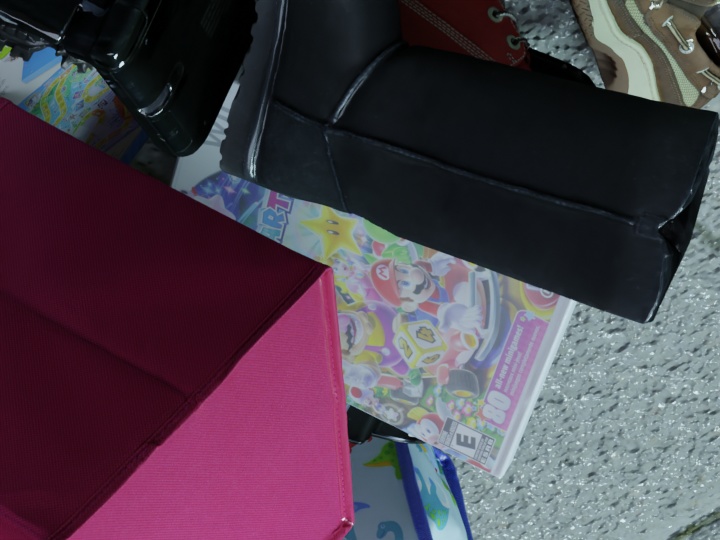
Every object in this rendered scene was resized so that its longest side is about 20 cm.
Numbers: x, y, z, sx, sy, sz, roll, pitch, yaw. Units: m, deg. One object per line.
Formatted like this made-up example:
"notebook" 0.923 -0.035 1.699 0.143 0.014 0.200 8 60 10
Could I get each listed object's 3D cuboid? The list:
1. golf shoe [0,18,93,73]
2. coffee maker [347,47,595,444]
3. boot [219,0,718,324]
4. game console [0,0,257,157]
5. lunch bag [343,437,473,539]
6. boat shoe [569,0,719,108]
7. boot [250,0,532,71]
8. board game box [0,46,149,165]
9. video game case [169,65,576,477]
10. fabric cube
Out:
"golf shoe" -0.184 -0.161 1.171 0.199 0.095 0.078 22 152 -2
"coffee maker" 0.004 -0.029 1.321 0.192 0.135 0.200 33 126 2
"boot" 0.054 -0.082 1.100 0.199 0.066 0.165 21 110 19
"game console" -0.102 -0.178 1.110 0.116 0.201 0.176 19 166 20
"lunch bag" -0.020 0.185 1.463 0.170 0.200 0.128 -24 135 11
"boat shoe" 0.137 -0.139 1.256 0.075 0.075 0.202 -19 152 8
"boot" 0.060 -0.121 1.187 0.199 0.145 0.072 28 173 5
"board game box" -0.186 -0.063 1.290 0.134 0.034 0.200 19 128 -30
"video game case" 0.000 0.000 1.244 0.199 0.018 0.144 26 127 10
"fabric cube" -0.142 0.080 1.221 0.200 0.199 0.197 -45 150 -32
